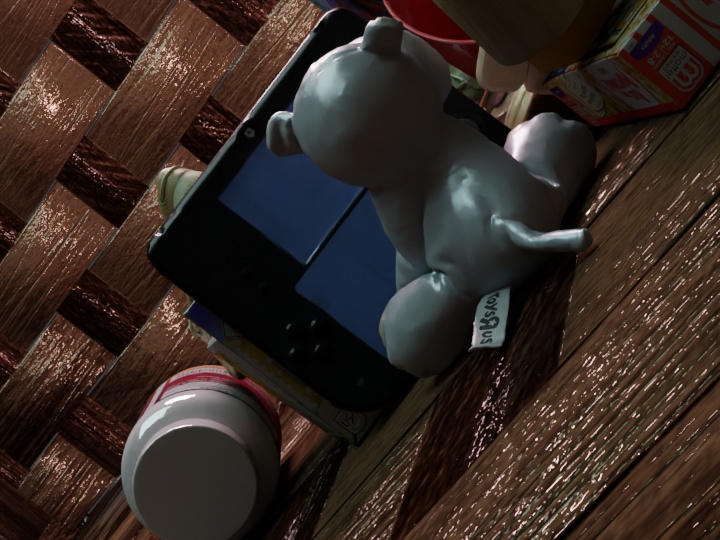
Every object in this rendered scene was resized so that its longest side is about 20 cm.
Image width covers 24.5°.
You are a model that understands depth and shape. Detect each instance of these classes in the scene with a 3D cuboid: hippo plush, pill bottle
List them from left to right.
[{"bbox_3d":[-0.114,0.137,1.203,0.113,0.113,0.200,-52,4,3],"label":"pill bottle"},{"bbox_3d":[0.022,-0.043,0.902,0.159,0.161,0.200,-50,5,23],"label":"hippo plush"}]

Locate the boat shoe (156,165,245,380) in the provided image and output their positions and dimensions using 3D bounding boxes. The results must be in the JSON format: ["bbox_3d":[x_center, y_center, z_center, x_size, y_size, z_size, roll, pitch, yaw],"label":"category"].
[{"bbox_3d":[-0.100,0.003,1.171,0.073,0.063,0.201,-55,-23,-26],"label":"boat shoe"}]

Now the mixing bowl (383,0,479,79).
[{"bbox_3d":[0.124,-0.207,1.213,0.200,0.200,0.108,-54,-39,-18],"label":"mixing bowl"}]

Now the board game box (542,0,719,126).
[{"bbox_3d":[0.179,-0.155,0.915,0.152,0.046,0.200,-52,5,0],"label":"board game box"}]

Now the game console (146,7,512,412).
[{"bbox_3d":[-0.004,-0.034,1.005,0.200,0.177,0.031,-53,3,-8],"label":"game console"}]

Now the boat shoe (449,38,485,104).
[{"bbox_3d":[0.093,-0.155,1.301,0.200,0.062,0.072,-35,21,-20],"label":"boat shoe"}]

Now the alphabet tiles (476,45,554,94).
[{"bbox_3d":[0.128,-0.202,0.999,0.015,0.199,0.196,20,106,47],"label":"alphabet tiles"}]

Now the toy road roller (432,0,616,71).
[{"bbox_3d":[0.124,-0.214,0.870,0.146,0.123,0.200,0,56,59],"label":"toy road roller"}]

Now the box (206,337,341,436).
[{"bbox_3d":[0.000,0.000,1.104,0.200,0.112,0.101,-54,4,-10],"label":"box"}]

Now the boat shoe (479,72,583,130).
[{"bbox_3d":[0.125,-0.166,1.068,0.072,0.072,0.201,21,92,46],"label":"boat shoe"}]

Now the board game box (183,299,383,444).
[{"bbox_3d":[0.003,-0.011,1.035,0.200,0.134,0.029,-53,5,-7],"label":"board game box"}]

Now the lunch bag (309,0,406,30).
[{"bbox_3d":[0.012,-0.219,1.355,0.151,0.199,0.094,44,114,56],"label":"lunch bag"}]
